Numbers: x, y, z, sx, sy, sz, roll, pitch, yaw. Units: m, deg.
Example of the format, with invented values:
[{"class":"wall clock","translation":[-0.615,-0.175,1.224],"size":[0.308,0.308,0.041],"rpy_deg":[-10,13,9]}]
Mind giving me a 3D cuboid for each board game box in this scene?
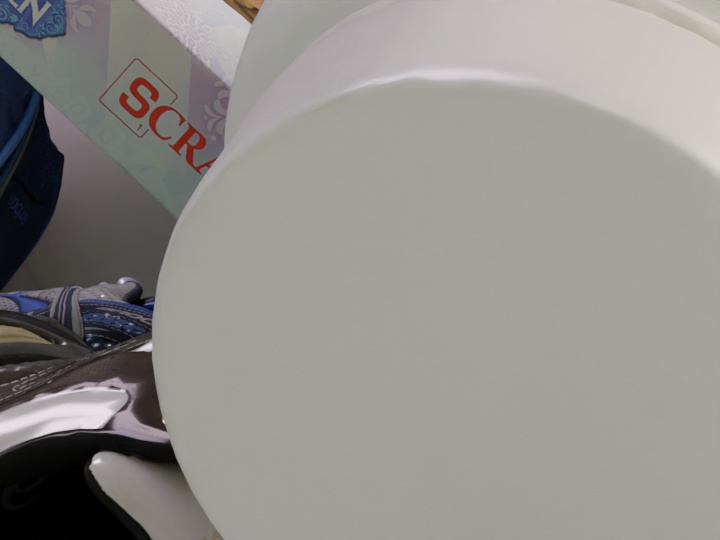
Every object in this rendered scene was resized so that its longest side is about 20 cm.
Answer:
[{"class":"board game box","translation":[-0.026,-0.068,0.781],"size":[0.041,0.199,0.200],"rpy_deg":[-46,5,22]}]

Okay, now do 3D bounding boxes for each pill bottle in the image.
[{"class":"pill bottle","translation":[0.045,-0.029,0.422],"size":[0.113,0.113,0.200],"rpy_deg":[-17,22,27]}]

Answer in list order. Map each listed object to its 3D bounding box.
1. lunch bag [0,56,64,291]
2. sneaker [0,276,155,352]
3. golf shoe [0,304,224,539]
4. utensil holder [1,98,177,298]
[{"class":"lunch bag","translation":[-0.182,-0.011,0.750],"size":[0.200,0.136,0.132],"rpy_deg":[-57,-5,-13]},{"class":"sneaker","translation":[-0.104,0.039,0.898],"size":[0.085,0.077,0.200],"rpy_deg":[-15,11,-26]},{"class":"golf shoe","translation":[-0.014,0.038,0.495],"size":[0.200,0.078,0.095],"rpy_deg":[-17,26,-7]},{"class":"utensil holder","translation":[-0.030,-0.052,1.069],"size":[0.200,0.170,0.170],"rpy_deg":[-15,5,37]}]
